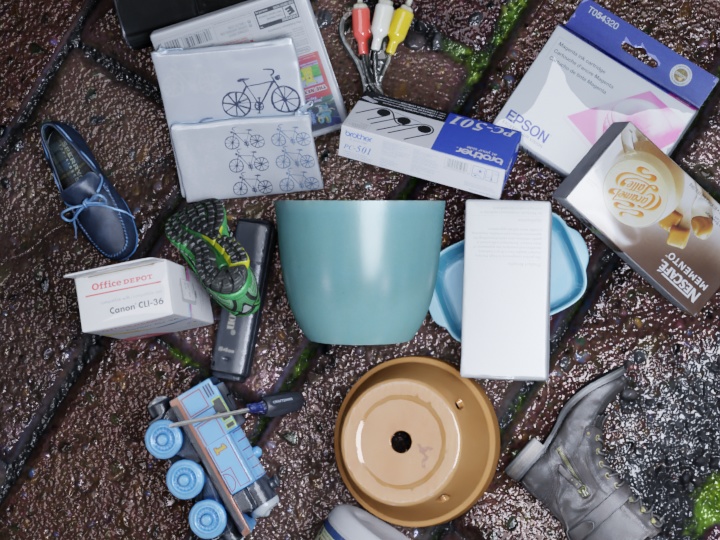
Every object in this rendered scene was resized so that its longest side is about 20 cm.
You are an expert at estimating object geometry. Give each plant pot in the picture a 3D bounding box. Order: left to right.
[{"bbox_3d":[0.000,0.000,1.429,0.197,0.200,0.164,0,94,11],"label":"plant pot"},{"bbox_3d":[0.056,0.194,1.417,0.197,0.140,0.203,-2,82,11],"label":"plant pot"}]

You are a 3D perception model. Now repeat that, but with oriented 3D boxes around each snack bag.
[{"bbox_3d":[-0.148,-0.182,1.509,0.186,0.021,0.202,-3,117,10],"label":"snack bag"}]

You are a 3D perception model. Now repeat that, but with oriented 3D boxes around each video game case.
[{"bbox_3d":[-0.133,-0.233,1.513,0.197,0.023,0.184,-15,115,10],"label":"video game case"}]

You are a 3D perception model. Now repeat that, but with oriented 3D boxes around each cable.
[{"bbox_3d":[0.012,-0.247,1.523,0.096,0.050,0.203,5,84,9],"label":"cable"}]

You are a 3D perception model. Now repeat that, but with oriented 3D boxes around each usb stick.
[{"bbox_3d":[-0.144,0.035,1.529,0.055,0.033,0.203,9,86,16],"label":"usb stick"}]

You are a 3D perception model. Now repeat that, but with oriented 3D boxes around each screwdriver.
[{"bbox_3d":[-0.143,0.161,1.442,0.028,0.198,0.030,5,93,44],"label":"screwdriver"}]

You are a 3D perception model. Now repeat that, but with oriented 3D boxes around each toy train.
[{"bbox_3d":[-0.175,0.228,1.478,0.113,0.087,0.202,-30,87,1],"label":"toy train"}]

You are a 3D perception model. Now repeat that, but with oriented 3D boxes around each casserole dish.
[{"bbox_3d":[0.174,0.010,1.468,0.198,0.039,0.123,-23,79,7],"label":"casserole dish"}]

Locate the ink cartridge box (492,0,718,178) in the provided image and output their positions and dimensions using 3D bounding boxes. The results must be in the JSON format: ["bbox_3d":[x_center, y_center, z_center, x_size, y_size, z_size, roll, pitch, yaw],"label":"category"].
[{"bbox_3d":[0.290,-0.199,1.470,0.195,0.043,0.201,34,92,13],"label":"ink cartridge box"}]

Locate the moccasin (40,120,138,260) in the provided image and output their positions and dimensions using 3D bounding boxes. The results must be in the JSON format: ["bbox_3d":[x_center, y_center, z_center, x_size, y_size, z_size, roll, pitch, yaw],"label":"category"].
[{"bbox_3d":[-0.355,-0.098,1.568,0.080,0.068,0.201,-37,78,4],"label":"moccasin"}]

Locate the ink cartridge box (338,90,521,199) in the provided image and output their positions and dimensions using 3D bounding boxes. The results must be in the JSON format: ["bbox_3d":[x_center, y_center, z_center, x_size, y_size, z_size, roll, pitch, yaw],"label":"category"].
[{"bbox_3d":[0.082,-0.149,1.452,0.197,0.094,0.045,16,128,10],"label":"ink cartridge box"}]

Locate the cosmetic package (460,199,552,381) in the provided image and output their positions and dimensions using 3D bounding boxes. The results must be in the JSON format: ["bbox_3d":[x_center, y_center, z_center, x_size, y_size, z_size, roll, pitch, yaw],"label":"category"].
[{"bbox_3d":[0.167,0.023,1.413,0.100,0.074,0.203,2,86,11],"label":"cosmetic package"}]

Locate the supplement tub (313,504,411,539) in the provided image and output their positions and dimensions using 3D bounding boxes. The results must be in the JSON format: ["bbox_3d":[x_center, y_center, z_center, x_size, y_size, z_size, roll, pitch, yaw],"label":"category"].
[{"bbox_3d":[-0.018,0.385,1.404,0.144,0.145,0.202,31,89,13],"label":"supplement tub"}]

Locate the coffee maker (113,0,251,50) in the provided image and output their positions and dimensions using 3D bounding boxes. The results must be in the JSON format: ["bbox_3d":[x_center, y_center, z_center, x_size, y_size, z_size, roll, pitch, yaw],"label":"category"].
[{"bbox_3d":[-0.199,-0.335,1.534,0.197,0.135,0.195,-12,82,10],"label":"coffee maker"}]

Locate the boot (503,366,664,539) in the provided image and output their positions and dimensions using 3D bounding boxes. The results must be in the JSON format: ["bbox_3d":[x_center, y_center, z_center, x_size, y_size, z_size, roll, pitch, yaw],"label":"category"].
[{"bbox_3d":[0.279,0.230,1.412,0.174,0.069,0.200,44,100,10],"label":"boot"}]

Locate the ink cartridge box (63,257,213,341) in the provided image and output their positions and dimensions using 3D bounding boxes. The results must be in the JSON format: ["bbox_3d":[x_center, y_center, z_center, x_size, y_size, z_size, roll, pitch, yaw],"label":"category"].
[{"bbox_3d":[-0.260,0.036,1.465,0.115,0.200,0.068,-12,81,9],"label":"ink cartridge box"}]

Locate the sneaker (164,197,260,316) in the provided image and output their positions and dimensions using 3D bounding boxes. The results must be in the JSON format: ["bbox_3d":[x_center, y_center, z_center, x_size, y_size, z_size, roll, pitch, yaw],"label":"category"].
[{"bbox_3d":[-0.178,-0.014,1.494,0.077,0.086,0.201,-25,42,-6],"label":"sneaker"}]

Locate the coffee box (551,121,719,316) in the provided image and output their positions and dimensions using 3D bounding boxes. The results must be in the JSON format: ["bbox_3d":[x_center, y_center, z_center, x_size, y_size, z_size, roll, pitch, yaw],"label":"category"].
[{"bbox_3d":[0.329,-0.059,1.396,0.200,0.080,0.115,42,92,-6],"label":"coffee box"}]
